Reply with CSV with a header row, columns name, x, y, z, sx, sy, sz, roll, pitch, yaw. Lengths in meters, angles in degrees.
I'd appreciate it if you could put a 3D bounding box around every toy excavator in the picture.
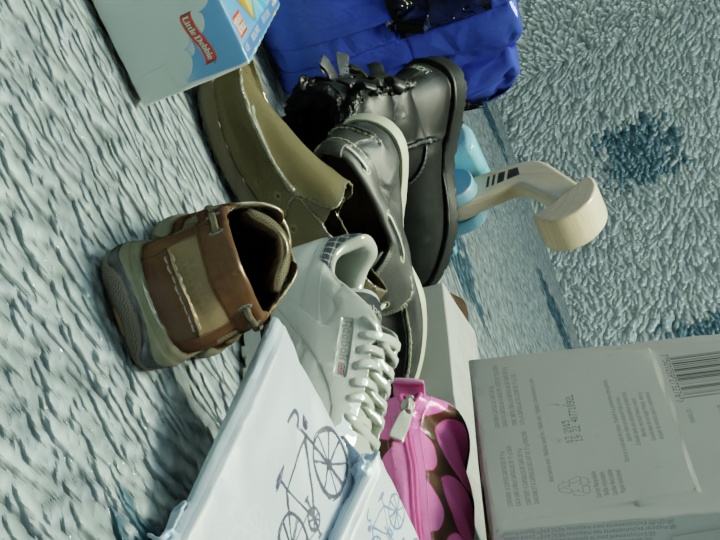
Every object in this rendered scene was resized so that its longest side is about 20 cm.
name,x,y,z,sx,sy,sz,roll,pitch,yaw
toy excavator,0.089,-0.069,1.486,0.195,0.199,0.100,-101,165,-49

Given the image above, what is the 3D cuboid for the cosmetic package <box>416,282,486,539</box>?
name,x,y,z,sx,sy,sz,roll,pitch,yaw
cosmetic package,0.057,0.118,1.263,0.083,0.050,0.201,52,28,-52

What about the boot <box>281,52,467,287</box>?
name,x,y,z,sx,sy,sz,roll,pitch,yaw
boot,0.006,-0.063,1.302,0.162,0.073,0.199,-22,125,-53

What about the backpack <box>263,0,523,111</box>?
name,x,y,z,sx,sy,sz,roll,pitch,yaw
backpack,0.021,-0.199,1.409,0.163,0.199,0.168,-94,170,-73

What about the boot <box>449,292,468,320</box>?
name,x,y,z,sx,sy,sz,roll,pitch,yaw
boot,0.046,0.086,1.373,0.075,0.074,0.200,28,35,-31

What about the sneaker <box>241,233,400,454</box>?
name,x,y,z,sx,sy,sz,roll,pitch,yaw
sneaker,-0.016,0.061,0.981,0.076,0.080,0.201,59,15,-50

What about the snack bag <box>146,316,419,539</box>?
name,x,y,z,sx,sy,sz,roll,pitch,yaw
snack bag,-0.019,0.142,0.822,0.200,0.021,0.189,64,26,-24

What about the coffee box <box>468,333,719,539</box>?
name,x,y,z,sx,sy,sz,roll,pitch,yaw
coffee box,0.178,0.175,1.093,0.200,0.199,0.199,-90,173,-64

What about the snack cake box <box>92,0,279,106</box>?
name,x,y,z,sx,sy,sz,roll,pitch,yaw
snack cake box,-0.107,-0.178,1.045,0.200,0.067,0.115,-82,149,-72

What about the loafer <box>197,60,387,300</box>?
name,x,y,z,sx,sy,sz,roll,pitch,yaw
loafer,-0.041,-0.052,1.123,0.076,0.067,0.201,-53,121,-79

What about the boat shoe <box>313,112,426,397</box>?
name,x,y,z,sx,sy,sz,roll,pitch,yaw
boat shoe,0.000,0.000,1.199,0.068,0.072,0.201,-47,135,-60

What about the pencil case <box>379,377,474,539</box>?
name,x,y,z,sx,sy,sz,roll,pitch,yaw
pencil case,0.033,0.155,1.030,0.200,0.090,0.094,-100,-163,-55

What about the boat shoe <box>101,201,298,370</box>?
name,x,y,z,sx,sy,sz,roll,pitch,yaw
boat shoe,-0.063,0.002,0.870,0.200,0.072,0.076,-59,126,-78
